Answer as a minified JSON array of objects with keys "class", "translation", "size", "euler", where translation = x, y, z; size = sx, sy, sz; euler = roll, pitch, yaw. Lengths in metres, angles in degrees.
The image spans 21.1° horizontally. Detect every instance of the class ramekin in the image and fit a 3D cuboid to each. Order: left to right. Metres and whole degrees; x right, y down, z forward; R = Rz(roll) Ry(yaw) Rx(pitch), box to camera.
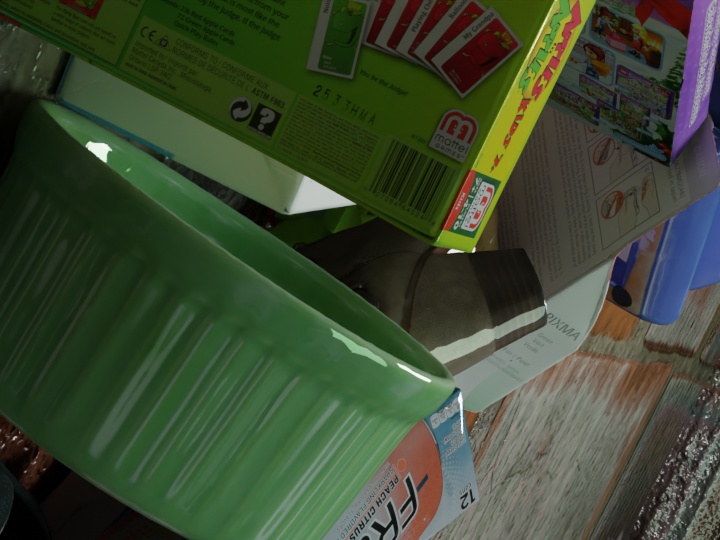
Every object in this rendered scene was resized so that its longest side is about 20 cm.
[{"class":"ramekin","translation":[-0.071,0.028,0.760],"size":[0.098,0.200,0.200],"euler":[-56,162,3]}]

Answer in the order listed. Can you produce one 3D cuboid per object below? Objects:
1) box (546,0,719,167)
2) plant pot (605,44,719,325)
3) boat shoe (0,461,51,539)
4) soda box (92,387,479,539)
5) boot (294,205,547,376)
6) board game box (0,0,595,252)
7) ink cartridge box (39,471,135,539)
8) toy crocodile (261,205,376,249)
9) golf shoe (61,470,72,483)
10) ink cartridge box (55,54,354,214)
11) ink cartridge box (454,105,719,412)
[{"class":"box","translation":[0.070,-0.140,0.882],"size":[0.039,0.200,0.137],"euler":[-53,160,-22]},{"class":"plant pot","translation":[0.190,-0.093,1.296],"size":[0.180,0.200,0.200],"euler":[-41,154,-36]},{"class":"boat shoe","translation":[-0.174,0.092,0.774],"size":[0.075,0.062,0.200],"euler":[-56,160,-14]},{"class":"soda box","translation":[-0.037,0.116,0.857],"size":[0.200,0.068,0.064],"euler":[-33,123,-36]},{"class":"boot","translation":[0.000,0.000,0.931],"size":[0.200,0.146,0.070],"euler":[-115,-167,-65]},{"class":"board game box","translation":[-0.030,-0.096,0.671],"size":[0.102,0.200,0.048],"euler":[-64,162,5]},{"class":"ink cartridge box","translation":[-0.096,0.200,0.921],"size":[0.136,0.076,0.200],"euler":[-45,120,-17]},{"class":"toy crocodile","translation":[-0.021,-0.032,1.033],"size":[0.200,0.062,0.068],"euler":[-59,162,-26]},{"class":"golf shoe","translation":[-0.149,0.177,0.983],"size":[0.092,0.072,0.201],"euler":[24,-80,66]},{"class":"ink cartridge box","translation":[-0.027,-0.082,0.839],"size":[0.068,0.115,0.200],"euler":[-67,162,13]},{"class":"ink cartridge box","translation":[0.110,-0.041,1.004],"size":[0.200,0.050,0.161],"euler":[-33,-139,30]}]
